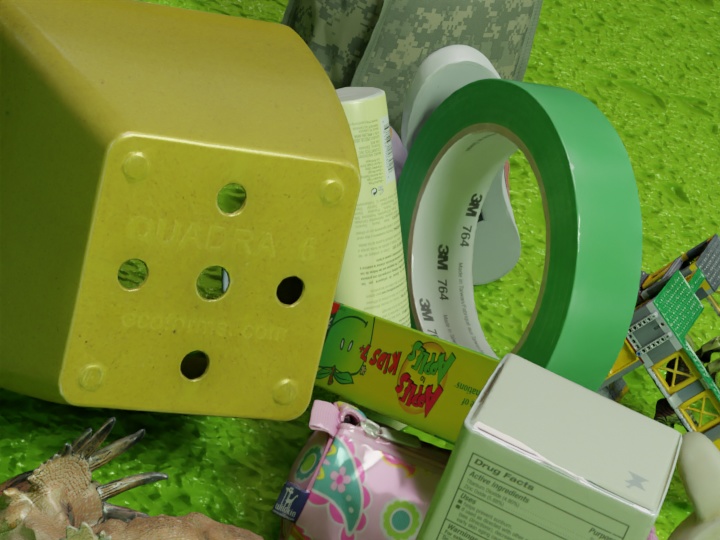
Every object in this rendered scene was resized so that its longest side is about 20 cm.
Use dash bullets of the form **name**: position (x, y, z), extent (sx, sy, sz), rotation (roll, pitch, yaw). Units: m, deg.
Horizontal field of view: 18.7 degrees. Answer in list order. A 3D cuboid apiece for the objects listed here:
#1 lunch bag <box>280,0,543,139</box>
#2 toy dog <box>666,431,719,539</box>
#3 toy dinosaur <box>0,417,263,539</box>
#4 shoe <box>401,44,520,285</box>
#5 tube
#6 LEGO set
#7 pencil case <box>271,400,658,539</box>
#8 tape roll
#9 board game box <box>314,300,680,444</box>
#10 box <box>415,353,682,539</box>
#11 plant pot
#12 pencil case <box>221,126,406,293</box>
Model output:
- **lunch bag**: position (0.040, -0.186, 1.550), extent (0.163, 0.201, 0.118), rotation (-4, 38, -39)
- **toy dog**: position (0.203, 0.180, 1.094), extent (0.194, 0.139, 0.200), rotation (51, 3, 13)
- **toy dinosaur**: position (-0.090, 0.139, 1.023), extent (0.199, 0.086, 0.136), rotation (23, 20, -13)
- **shoe**: position (0.059, -0.087, 1.405), extent (0.071, 0.201, 0.091), rotation (-16, 48, -2)
- **tube**: position (0.000, 0.000, 1.230), extent (0.057, 0.202, 0.052), rotation (-11, 13, -14)
- **LEGO set**: position (0.188, 0.071, 1.351), extent (0.154, 0.116, 0.200), rotation (51, 30, -10)
- **pencil case**: position (0.054, 0.135, 1.127), extent (0.198, 0.088, 0.088), rotation (22, 28, -3)
- **tape roll**: position (0.086, -0.009, 1.274), extent (0.048, 0.202, 0.201), rotation (5, 32, -31)
- **board game box**: position (0.060, 0.068, 1.132), extent (0.101, 0.048, 0.199), rotation (22, -3, -37)
- **box**: position (0.063, 0.150, 0.981), extent (0.094, 0.201, 0.078), rotation (26, 28, 7)
- **plant pot**: position (-0.106, -0.021, 1.112), extent (0.198, 0.202, 0.176), rotation (7, 16, -28)
- **pencil case**: position (-0.025, -0.031, 1.346), extent (0.082, 0.092, 0.200), rotation (3, 28, 11)
